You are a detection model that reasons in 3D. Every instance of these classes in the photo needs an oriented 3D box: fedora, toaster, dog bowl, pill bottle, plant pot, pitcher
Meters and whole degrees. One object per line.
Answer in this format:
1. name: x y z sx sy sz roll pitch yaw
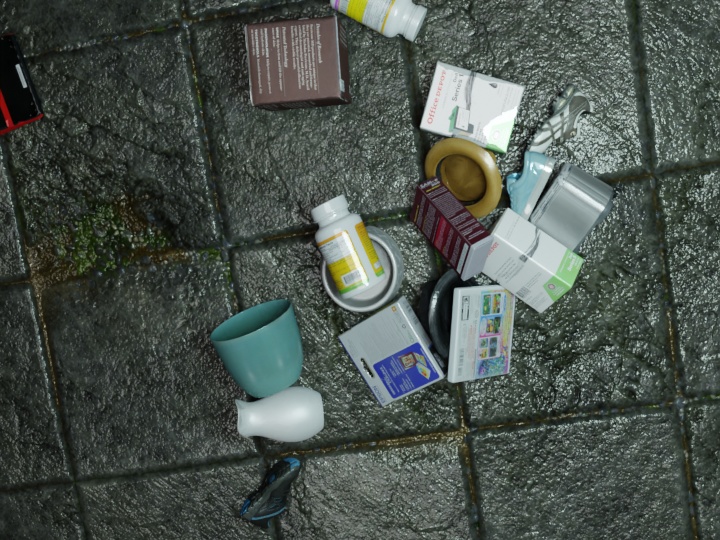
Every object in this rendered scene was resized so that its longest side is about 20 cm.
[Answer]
1. fedora: 0.232 -0.210 1.683 0.198 0.082 0.204 28 139 27
2. toaster: 0.447 -0.133 1.656 0.128 0.114 0.202 33 129 5
3. dog bowl: 0.000 0.000 1.773 0.194 0.059 0.206 1 97 7
4. pill bottle: 0.040 -0.568 1.670 0.197 0.104 0.106 28 100 2
5. fedora: 0.185 0.090 1.726 0.090 0.198 0.206 11 101 45
6. plant pot: -0.218 0.183 1.757 0.196 0.201 0.164 -18 104 8
7. pill bottle: -0.031 -0.053 1.684 0.109 0.111 0.204 -24 94 9
8. pitcher: -0.189 0.342 1.813 0.195 0.172 0.124 -5 68 -11

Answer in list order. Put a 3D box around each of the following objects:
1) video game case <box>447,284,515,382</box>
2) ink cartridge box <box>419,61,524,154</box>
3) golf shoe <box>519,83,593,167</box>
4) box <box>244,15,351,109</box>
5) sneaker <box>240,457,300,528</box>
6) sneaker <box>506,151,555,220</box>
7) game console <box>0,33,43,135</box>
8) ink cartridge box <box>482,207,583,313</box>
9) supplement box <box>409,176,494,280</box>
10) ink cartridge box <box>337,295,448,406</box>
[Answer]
1. video game case: 0.267 0.136 1.720 0.179 0.023 0.206 -3 100 -37
2. ink cartridge box: 0.236 -0.348 1.686 0.195 0.084 0.150 16 99 4
3. golf shoe: 0.419 -0.293 1.677 0.094 0.078 0.202 34 101 1
4. box: -0.129 -0.437 1.675 0.194 0.166 0.169 -4 97 6
5. sneaker: -0.199 0.528 1.868 0.081 0.074 0.201 37 106 -16
6. sneaker: 0.344 -0.168 1.690 0.081 0.074 0.203 26 119 7
7. game console: -0.849 -0.427 1.831 0.173 0.031 0.205 -19 96 4
8. ink cartridge box: 0.351 -0.020 1.678 0.198 0.146 0.085 35 61 1
9. supplement box: 0.191 -0.091 1.669 0.060 0.110 0.201 -26 60 -25
10. ink cartridge box: 0.073 0.187 1.782 0.198 0.047 0.200 -30 94 39
